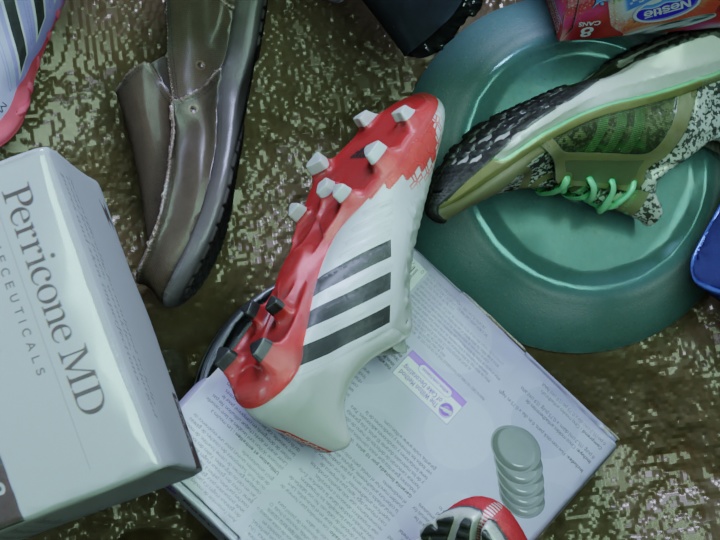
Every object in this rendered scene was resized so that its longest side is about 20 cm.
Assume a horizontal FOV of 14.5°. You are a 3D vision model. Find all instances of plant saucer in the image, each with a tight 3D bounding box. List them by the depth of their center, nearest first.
[{"bbox_3d":[0.120,-0.056,1.550,0.199,0.036,0.201,2,81,-11],"label":"plant saucer"}]

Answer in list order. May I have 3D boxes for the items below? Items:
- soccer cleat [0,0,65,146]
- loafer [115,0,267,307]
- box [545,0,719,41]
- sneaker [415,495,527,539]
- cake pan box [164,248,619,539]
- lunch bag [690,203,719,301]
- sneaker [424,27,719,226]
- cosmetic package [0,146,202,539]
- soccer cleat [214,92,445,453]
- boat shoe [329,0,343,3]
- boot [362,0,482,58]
[{"bbox_3d":[-0.191,-0.114,1.470,0.076,0.067,0.200,34,90,-25],"label":"soccer cleat"},{"bbox_3d":[-0.096,-0.078,1.497,0.071,0.073,0.201,10,73,-1],"label":"loafer"},{"bbox_3d":[0.135,-0.228,1.511,0.099,0.096,0.201,-6,55,-12],"label":"box"},{"bbox_3d":[0.087,0.172,1.455,0.077,0.200,0.085,22,59,36],"label":"sneaker"},{"bbox_3d":[0.005,0.093,1.496,0.200,0.052,0.184,42,74,-3],"label":"cake pan box"},{"bbox_3d":[0.273,-0.015,1.493,0.132,0.200,0.136,40,72,-33],"label":"lunch bag"},{"bbox_3d":[0.129,-0.058,1.500,0.199,0.077,0.089,-26,98,-15],"label":"sneaker"},{"bbox_3d":[-0.203,0.056,1.376,0.199,0.165,0.166,-21,85,2],"label":"cosmetic package"},{"bbox_3d":[0.000,0.000,1.457,0.085,0.068,0.201,40,63,-27],"label":"soccer cleat"},{"bbox_3d":[-0.048,-0.244,1.525,0.091,0.071,0.200,-41,89,-11],"label":"boat shoe"},{"bbox_3d":[-0.020,-0.172,1.446,0.200,0.076,0.168,-39,96,0],"label":"boot"}]
